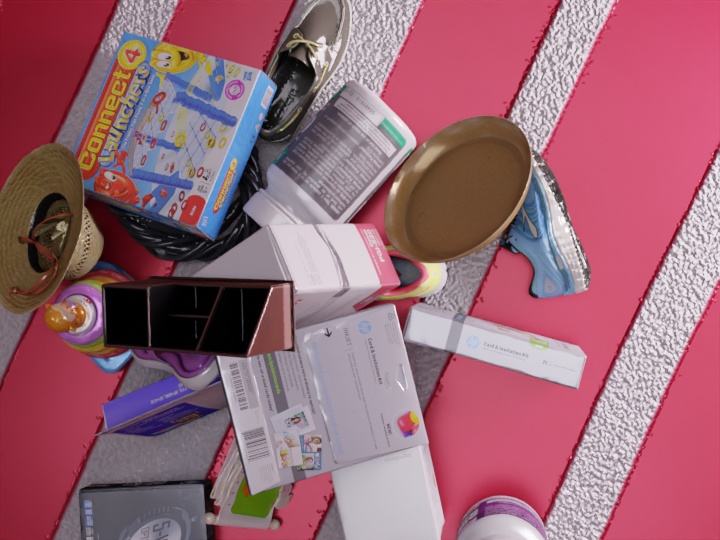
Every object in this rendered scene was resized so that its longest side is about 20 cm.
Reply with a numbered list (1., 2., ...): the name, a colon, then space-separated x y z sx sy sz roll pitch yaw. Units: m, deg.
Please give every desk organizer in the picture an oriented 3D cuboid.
1. desk organizer: -0.167 0.046 1.316 0.198 0.077 0.073 1 95 34

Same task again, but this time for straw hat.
1. straw hat: -0.345 -0.038 1.499 0.200 0.085 0.203 -16 65 39

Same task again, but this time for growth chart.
1. growth chart: -0.109 0.218 1.516 0.018 0.144 0.202 32 107 40

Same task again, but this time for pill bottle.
1. pill bottle: -0.038 -0.114 1.520 0.113 0.113 0.200 42 88 5
2. pill bottle: 0.158 0.323 1.456 0.111 0.200 0.114 0 89 6

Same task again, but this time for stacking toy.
1. stacking toy: -0.322 0.052 1.512 0.116 0.200 0.110 42 94 7

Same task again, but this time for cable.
1. cable: -0.213 -0.091 1.585 0.198 0.051 0.165 -9 94 6

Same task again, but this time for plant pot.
1. plant pot: 0.116 -0.090 1.500 0.199 0.027 0.202 -22 48 26

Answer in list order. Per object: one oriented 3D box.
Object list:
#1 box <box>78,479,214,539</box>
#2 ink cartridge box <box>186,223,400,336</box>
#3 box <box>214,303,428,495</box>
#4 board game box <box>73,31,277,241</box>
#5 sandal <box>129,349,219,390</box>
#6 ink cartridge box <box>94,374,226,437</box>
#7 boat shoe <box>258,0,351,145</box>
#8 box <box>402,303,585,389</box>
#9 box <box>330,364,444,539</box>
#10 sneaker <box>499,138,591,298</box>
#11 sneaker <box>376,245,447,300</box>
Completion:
1. box: -0.257 0.361 1.580 0.158 0.044 0.202 -3 89 7
2. ink cartridge box: -0.075 0.016 1.420 0.145 0.199 0.085 -32 76 31
3. box: -0.042 0.135 1.379 0.198 0.041 0.158 -15 93 -10
4. board game box: -0.225 -0.161 1.528 0.194 0.056 0.202 18 81 21
5. sandal: -0.209 0.074 1.455 0.082 0.202 0.050 -46 123 -18
6. ink cartridge box: -0.191 0.138 1.495 0.197 0.200 0.044 -23 80 6
7. boat shoe: -0.069 -0.247 1.559 0.072 0.060 0.203 27 92 7
8. box: 0.152 0.083 1.476 0.198 0.156 0.042 17 92 7
9. box: 0.024 0.218 1.497 0.105 0.152 0.202 -12 87 5
10. sneaker: 0.197 -0.060 1.521 0.089 0.078 0.202 -22 81 17
11. sneaker: 0.000 0.000 1.533 0.198 0.090 0.079 -4 91 10
